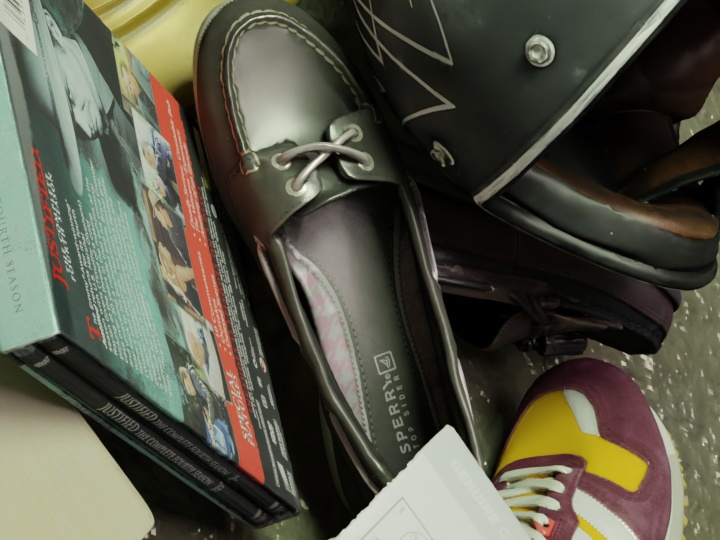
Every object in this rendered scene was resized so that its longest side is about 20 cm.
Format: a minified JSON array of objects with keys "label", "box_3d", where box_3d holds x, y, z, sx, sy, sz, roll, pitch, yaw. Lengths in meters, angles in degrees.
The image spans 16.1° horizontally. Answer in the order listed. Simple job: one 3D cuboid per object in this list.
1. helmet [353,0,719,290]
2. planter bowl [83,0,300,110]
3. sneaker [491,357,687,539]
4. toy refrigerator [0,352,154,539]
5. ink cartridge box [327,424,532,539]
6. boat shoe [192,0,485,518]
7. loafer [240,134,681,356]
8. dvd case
[{"label":"helmet","box_3d":[0.090,-0.104,0.890,0.190,0.200,0.201,26,51,-29]},{"label":"planter bowl","box_3d":[-0.087,-0.146,0.840,0.083,0.201,0.200,38,29,28]},{"label":"sneaker","box_3d":[0.063,0.105,0.908,0.090,0.075,0.201,37,44,-37]},{"label":"toy refrigerator","box_3d":[-0.154,0.021,0.710,0.200,0.076,0.070,55,39,-11]},{"label":"ink cartridge box","box_3d":[0.006,0.172,0.805,0.163,0.057,0.200,55,44,-8]},{"label":"boat shoe","box_3d":[0.000,0.000,0.870,0.067,0.057,0.201,-22,102,-19]},{"label":"loafer","box_3d":[0.035,0.002,0.956,0.199,0.072,0.063,24,71,-31]},{"label":"dvd case","box_3d":[-0.073,-0.012,0.787,0.200,0.022,0.147,49,24,-65]}]
